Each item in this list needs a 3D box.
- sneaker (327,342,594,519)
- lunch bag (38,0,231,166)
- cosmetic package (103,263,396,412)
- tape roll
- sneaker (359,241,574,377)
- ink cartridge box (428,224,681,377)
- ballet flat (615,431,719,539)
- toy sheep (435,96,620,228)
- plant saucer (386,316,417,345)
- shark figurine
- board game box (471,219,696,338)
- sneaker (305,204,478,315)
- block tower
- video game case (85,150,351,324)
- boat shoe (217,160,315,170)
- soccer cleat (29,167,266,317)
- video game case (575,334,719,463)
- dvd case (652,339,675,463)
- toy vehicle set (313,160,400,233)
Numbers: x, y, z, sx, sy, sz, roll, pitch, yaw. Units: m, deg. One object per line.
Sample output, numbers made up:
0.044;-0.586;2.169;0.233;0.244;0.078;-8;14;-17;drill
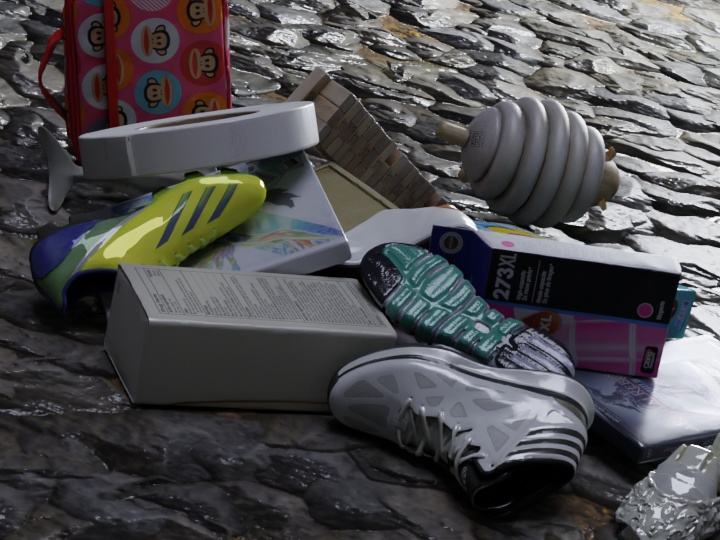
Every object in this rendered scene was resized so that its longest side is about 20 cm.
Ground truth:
0.065;0.117;1.570;0.199;0.076;0.116;5;32;11;sneaker
-0.208;-0.188;1.991;0.175;0.202;0.082;-5;23;-10;lunch bag
-0.084;0.052;1.648;0.198;0.074;0.104;4;24;-21;cosmetic package
-0.134;-0.108;1.801;0.201;0.037;0.203;-8;8;1;tape roll
0.073;0.060;1.680;0.200;0.088;0.074;37;52;26;sneaker
0.148;0.024;1.721;0.198;0.095;0.037;9;25;-1;ink cartridge box
0.254;0.152;1.605;0.071;0.072;0.199;26;26;31;ballet flat
0.163;-0.106;2.107;0.198;0.139;0.138;11;21;-18;toy sheep
0.076;0.047;1.809;0.198;0.032;0.200;12;21;-5;plant saucer
-0.175;-0.089;1.929;0.213;0.090;0.128;17;20;6;shark figurine
0.169;0.005;1.875;0.199;0.047;0.151;21;9;31;board game box
0.000;0.000;1.765;0.198;0.073;0.085;-17;26;-3;sneaker
0.009;-0.097;1.957;0.200;0.054;0.058;45;-4;-40;block tower
-0.121;-0.028;1.766;0.198;0.022;0.183;-18;31;-5;video game case
-0.075;-0.078;2.001;0.071;0.070;0.201;23;11;-34;boat shoe
-0.161;-0.018;1.709;0.199;0.065;0.084;-20;61;-15;soccer cleat
0.252;0.100;1.734;0.199;0.019;0.143;-6;28;-35;video game case
0.274;0.107;1.785;0.145;0.022;0.200;6;22;-16;dvd case
-0.072;-0.026;1.823;0.199;0.027;0.124;-23;37;-25;toy vehicle set
